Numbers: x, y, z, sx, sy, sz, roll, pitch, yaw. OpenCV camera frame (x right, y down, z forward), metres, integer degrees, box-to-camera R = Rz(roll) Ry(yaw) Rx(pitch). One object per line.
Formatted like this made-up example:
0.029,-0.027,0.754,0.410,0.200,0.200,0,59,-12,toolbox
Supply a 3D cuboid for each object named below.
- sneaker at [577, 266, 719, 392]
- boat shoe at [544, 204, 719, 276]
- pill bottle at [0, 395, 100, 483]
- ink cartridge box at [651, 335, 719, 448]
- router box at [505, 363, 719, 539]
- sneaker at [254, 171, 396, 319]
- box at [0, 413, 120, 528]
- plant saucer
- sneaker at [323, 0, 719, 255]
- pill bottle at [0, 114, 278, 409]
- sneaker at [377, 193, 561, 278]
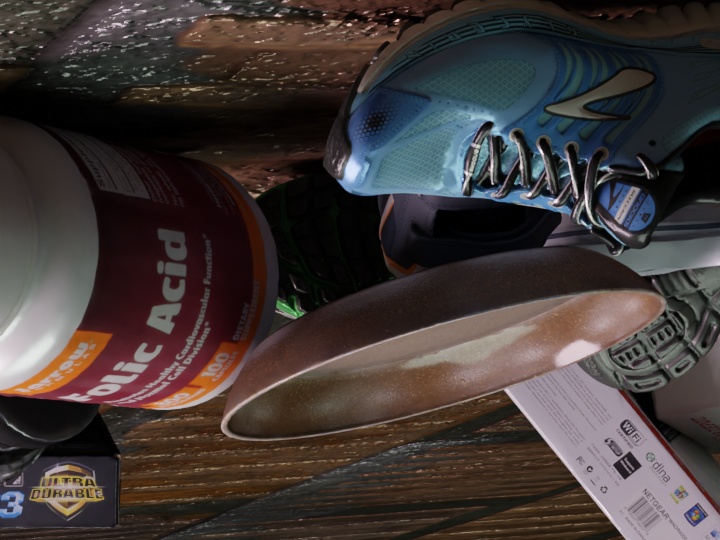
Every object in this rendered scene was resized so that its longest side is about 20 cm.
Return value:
0.184,-0.025,1.442,0.200,0.091,0.076,-30,122,19,sneaker
0.162,-0.034,1.352,0.200,0.067,0.074,-6,177,29,boat shoe
-0.228,0.065,1.543,0.200,0.112,0.112,-16,166,43,pill bottle
0.266,0.039,1.631,0.200,0.085,0.145,-9,167,18,ink cartridge box
0.147,0.094,1.639,0.049,0.200,0.179,-40,174,8,router box
0.000,0.000,1.428,0.085,0.078,0.200,-14,168,38,sneaker
-0.247,0.116,1.745,0.199,0.050,0.199,0,-174,-8,box
0.032,0.029,1.277,0.200,0.032,0.200,-16,168,-4,plant saucer
0.083,-0.051,1.120,0.200,0.090,0.078,-7,143,-22,sneaker
-0.131,-0.003,1.230,0.114,0.114,0.200,-13,169,30,pill bottle
0.051,-0.039,1.254,0.078,0.080,0.200,-4,168,-7,sneaker
